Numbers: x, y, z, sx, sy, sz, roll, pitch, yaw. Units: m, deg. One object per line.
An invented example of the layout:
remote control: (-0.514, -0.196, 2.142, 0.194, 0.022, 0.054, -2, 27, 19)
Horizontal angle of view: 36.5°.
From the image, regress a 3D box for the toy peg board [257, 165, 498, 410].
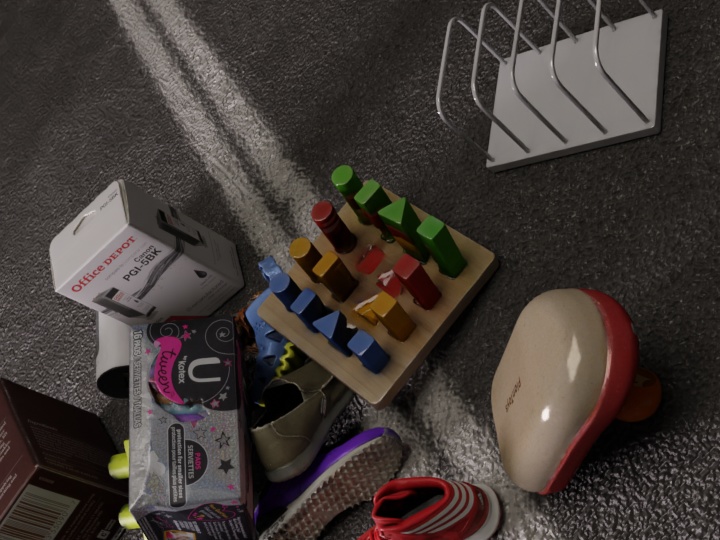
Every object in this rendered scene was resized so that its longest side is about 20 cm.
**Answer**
toy peg board: (0.000, 0.000, 1.137, 0.199, 0.098, 0.199, 33, 78, 37)

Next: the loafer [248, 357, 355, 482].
loafer: (-0.058, 0.133, 1.147, 0.075, 0.070, 0.200, -23, 21, 28)

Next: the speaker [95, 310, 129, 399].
speaker: (-0.319, 0.071, 1.481, 0.081, 0.081, 0.201, -33, 48, 26)

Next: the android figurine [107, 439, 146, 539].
android figurine: (-0.211, 0.246, 1.258, 0.199, 0.041, 0.184, -13, 87, 36)

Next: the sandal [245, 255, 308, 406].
sandal: (-0.093, 0.060, 1.250, 0.086, 0.080, 0.201, 12, 63, 10)

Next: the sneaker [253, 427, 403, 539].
sneaker: (-0.046, 0.209, 1.138, 0.200, 0.069, 0.100, -42, 42, 18)

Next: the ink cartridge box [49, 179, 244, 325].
ink cartridge box: (-0.271, -0.005, 1.386, 0.147, 0.199, 0.083, -39, 46, 21)

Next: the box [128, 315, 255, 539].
box: (-0.171, 0.167, 1.125, 0.114, 0.133, 0.201, -6, 59, -3)

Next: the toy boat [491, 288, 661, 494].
toy boat: (0.194, 0.102, 0.931, 0.201, 0.129, 0.131, 103, 164, -53)

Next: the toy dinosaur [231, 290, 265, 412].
toy dinosaur: (-0.159, 0.117, 1.307, 0.136, 0.101, 0.202, -131, 60, -69)

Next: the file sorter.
file sorter: (0.190, -0.207, 1.111, 0.199, 0.124, 0.140, -11, 59, 41)

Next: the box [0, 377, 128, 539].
box: (-0.413, 0.276, 1.388, 0.166, 0.164, 0.200, -54, 41, 7)

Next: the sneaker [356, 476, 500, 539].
sneaker: (0.022, 0.242, 1.016, 0.200, 0.115, 0.079, -39, 45, 21)
